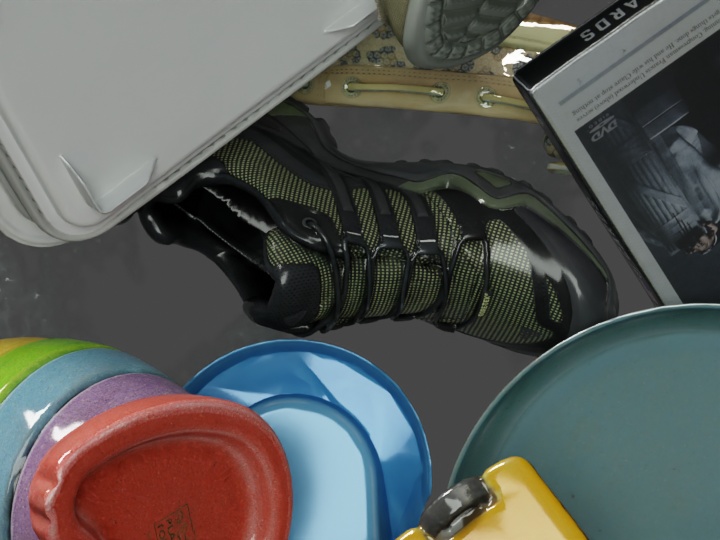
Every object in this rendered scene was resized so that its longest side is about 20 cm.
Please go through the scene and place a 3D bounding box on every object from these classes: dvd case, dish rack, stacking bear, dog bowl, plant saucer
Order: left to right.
[{"bbox_3d":[-0.132,0.075,1.150,0.114,0.200,0.122,-31,124,-35],"label":"stacking bear"},{"bbox_3d":[-0.072,-0.112,1.100,0.200,0.044,0.172,-38,128,-15],"label":"dish rack"},{"bbox_3d":[-0.024,0.128,1.198,0.111,0.050,0.200,-3,86,3],"label":"dog bowl"},{"bbox_3d":[0.130,0.105,1.176,0.200,0.027,0.200,0,106,1],"label":"plant saucer"},{"bbox_3d":[0.168,-0.042,1.160,0.150,0.025,0.200,-35,120,0],"label":"dvd case"}]

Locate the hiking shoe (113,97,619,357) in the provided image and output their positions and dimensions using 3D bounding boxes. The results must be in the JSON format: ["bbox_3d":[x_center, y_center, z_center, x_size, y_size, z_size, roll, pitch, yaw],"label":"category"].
[{"bbox_3d":[0.000,0.000,1.176,0.200,0.076,0.101,22,44,12],"label":"hiking shoe"}]

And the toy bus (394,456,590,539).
[{"bbox_3d":[0.002,0.155,1.124,0.200,0.078,0.065,-38,75,2],"label":"toy bus"}]

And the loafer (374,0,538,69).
[{"bbox_3d":[0.039,-0.175,1.110,0.070,0.075,0.200,25,110,42],"label":"loafer"}]

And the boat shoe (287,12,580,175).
[{"bbox_3d":[0.065,-0.071,1.204,0.200,0.073,0.063,18,92,15],"label":"boat shoe"}]
